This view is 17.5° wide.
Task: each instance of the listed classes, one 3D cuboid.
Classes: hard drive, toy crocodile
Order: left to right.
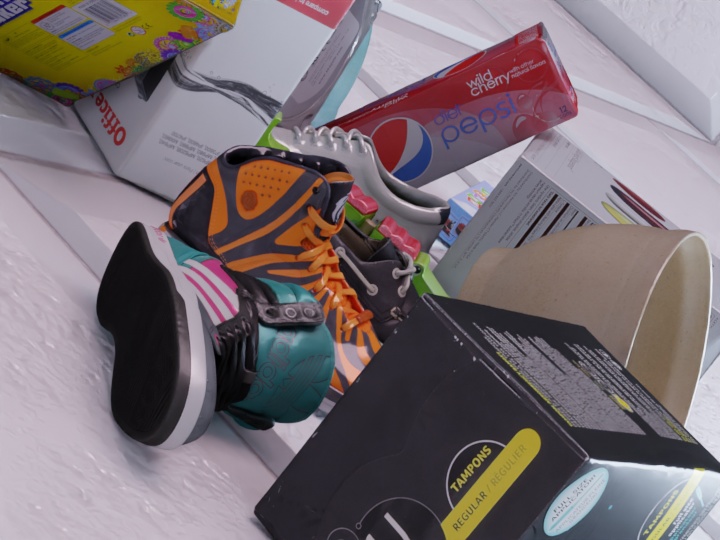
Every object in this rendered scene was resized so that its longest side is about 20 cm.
[{"bbox_3d":[-0.058,-0.184,1.717,0.038,0.140,0.200,29,-7,25],"label":"hard drive"},{"bbox_3d":[-0.009,-0.032,1.632,0.200,0.062,0.068,40,15,3],"label":"toy crocodile"}]

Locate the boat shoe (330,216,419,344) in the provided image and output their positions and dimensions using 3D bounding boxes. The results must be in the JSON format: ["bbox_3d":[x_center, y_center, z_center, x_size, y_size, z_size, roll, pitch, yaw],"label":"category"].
[{"bbox_3d":[0.000,0.000,1.560,0.200,0.060,0.074,38,14,-3],"label":"boat shoe"}]

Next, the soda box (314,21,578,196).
[{"bbox_3d":[0.062,-0.111,1.758,0.070,0.199,0.063,63,11,-11],"label":"soda box"}]

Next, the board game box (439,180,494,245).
[{"bbox_3d":[0.156,0.006,1.969,0.200,0.037,0.151,40,15,6],"label":"board game box"}]

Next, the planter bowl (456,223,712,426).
[{"bbox_3d":[0.132,0.058,1.507,0.134,0.202,0.200,15,5,22],"label":"planter bowl"}]

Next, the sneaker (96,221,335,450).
[{"bbox_3d":[-0.069,0.050,1.218,0.120,0.084,0.200,23,18,-20],"label":"sneaker"}]

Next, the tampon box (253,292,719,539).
[{"bbox_3d":[0.074,0.116,1.215,0.126,0.150,0.200,45,16,26],"label":"tampon box"}]

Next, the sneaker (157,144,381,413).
[{"bbox_3d":[-0.024,0.003,1.392,0.200,0.112,0.078,40,15,6],"label":"sneaker"}]

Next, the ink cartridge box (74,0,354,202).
[{"bbox_3d":[-0.101,-0.162,1.528,0.083,0.201,0.145,21,22,-38],"label":"ink cartridge box"}]

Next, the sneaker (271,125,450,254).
[{"bbox_3d":[-0.024,-0.076,1.708,0.199,0.071,0.073,32,16,-17],"label":"sneaker"}]

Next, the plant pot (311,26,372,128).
[{"bbox_3d":[-0.066,-0.232,1.950,0.200,0.134,0.200,36,14,-11],"label":"plant pot"}]

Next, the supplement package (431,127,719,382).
[{"bbox_3d":[0.164,0.017,1.738,0.200,0.147,0.191,38,14,1],"label":"supplement package"}]

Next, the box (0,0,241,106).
[{"bbox_3d":[-0.156,-0.233,1.450,0.121,0.194,0.199,27,-26,-30],"label":"box"}]
